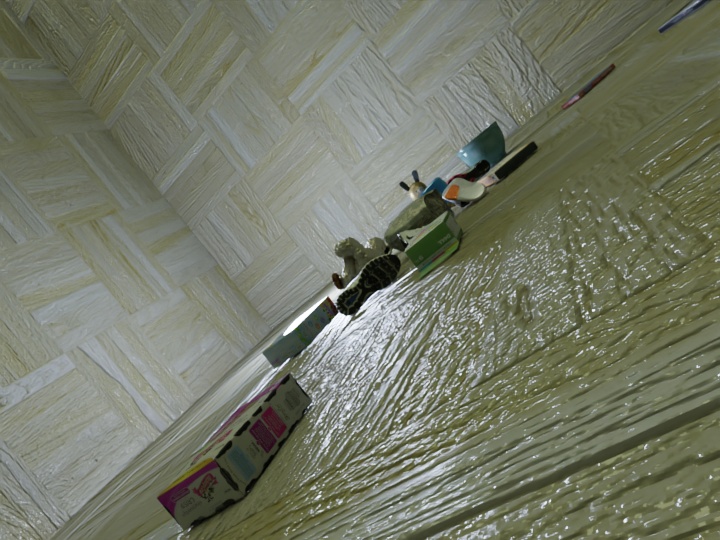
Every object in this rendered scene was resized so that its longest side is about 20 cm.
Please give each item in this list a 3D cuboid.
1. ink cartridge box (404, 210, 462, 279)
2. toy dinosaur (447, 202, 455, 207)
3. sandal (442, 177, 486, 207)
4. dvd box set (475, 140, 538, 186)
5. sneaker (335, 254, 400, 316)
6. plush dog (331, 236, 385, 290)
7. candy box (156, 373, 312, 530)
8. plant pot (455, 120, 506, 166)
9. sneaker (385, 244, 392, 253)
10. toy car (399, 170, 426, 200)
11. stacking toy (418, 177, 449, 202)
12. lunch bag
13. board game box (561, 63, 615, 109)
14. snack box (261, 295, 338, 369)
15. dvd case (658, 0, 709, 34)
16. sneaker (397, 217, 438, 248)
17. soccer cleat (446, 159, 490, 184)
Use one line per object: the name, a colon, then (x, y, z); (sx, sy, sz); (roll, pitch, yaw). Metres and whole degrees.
ink cartridge box: (0.153, -0.058, 1.106); (0.103, 0.059, 0.200); (-39, 4, 20)
toy dinosaur: (0.232, -0.178, 1.807); (0.199, 0.058, 0.101); (-41, 5, -4)
sandal: (0.310, -0.217, 1.537); (0.079, 0.059, 0.207); (-51, 25, -1)
dvd box set: (0.425, -0.306, 1.548); (0.146, 0.029, 0.200); (-40, 3, -2)
sneaker: (0.018, 0.028, 1.336); (0.199, 0.079, 0.089); (-40, 6, 9)
plush dog: (0.000, 0.000, 1.683); (0.198, 0.161, 0.172); (-5, -38, -42)
candy box: (-0.167, 0.242, 0.729); (0.136, 0.061, 0.200); (-38, 5, 28)
plant pot: (0.502, -0.483, 2.119); (0.200, 0.135, 0.200); (-40, 4, 3)
sneaker: (0.039, -0.033, 1.913); (0.200, 0.075, 0.090); (-43, 0, -30)
toy car: (0.280, -0.363, 2.446); (0.164, 0.201, 0.158); (-40, 3, -11)
stacking toy: (0.297, -0.264, 1.994); (0.116, 0.110, 0.200); (-47, -9, 5)
lunch bag: (0.166, -0.139, 1.526); (0.163, 0.118, 0.200); (-37, 0, 28)
board game box: (0.827, -0.667, 1.912); (0.200, 0.020, 0.103); (-41, 2, -13)
snack box: (-0.172, 0.179, 1.541); (0.168, 0.068, 0.200); (-37, 4, 38)
dvd case: (1.032, -0.821, 1.610); (0.150, 0.025, 0.200); (-41, 4, -6)
sneaker: (0.166, -0.083, 1.343); (0.114, 0.076, 0.201); (-31, 12, 1)
soccer cleat: (0.409, -0.346, 2.006); (0.199, 0.070, 0.086); (-32, -10, -3)
